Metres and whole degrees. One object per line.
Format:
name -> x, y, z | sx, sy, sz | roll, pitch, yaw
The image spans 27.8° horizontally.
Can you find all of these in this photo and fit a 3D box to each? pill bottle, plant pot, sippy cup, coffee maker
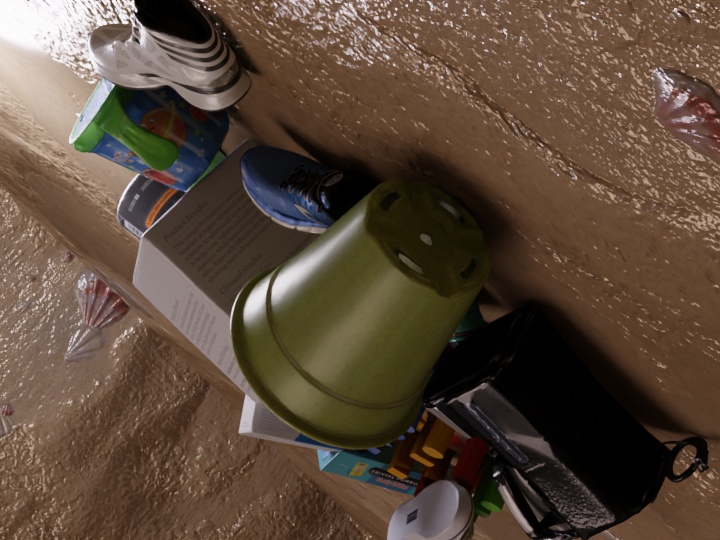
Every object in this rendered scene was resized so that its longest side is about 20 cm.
pill bottle -> -0.210, -0.048, 1.885 | 0.200, 0.106, 0.106 | 35, 166, 16
plant pot -> 0.015, 0.024, 1.270 | 0.200, 0.200, 0.190 | 40, 132, 0
sippy cup -> -0.212, -0.154, 1.508 | 0.130, 0.178, 0.140 | 33, 141, -19
coffee maker -> 0.186, 0.134, 1.355 | 0.200, 0.192, 0.135 | 47, -157, -14

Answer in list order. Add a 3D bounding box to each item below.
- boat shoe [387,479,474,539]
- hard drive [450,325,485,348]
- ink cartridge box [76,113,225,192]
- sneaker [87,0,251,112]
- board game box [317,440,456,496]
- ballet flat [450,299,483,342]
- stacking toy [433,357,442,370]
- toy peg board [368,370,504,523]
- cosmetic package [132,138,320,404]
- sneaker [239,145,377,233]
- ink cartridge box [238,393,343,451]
boat shoe -> 0.096, 0.291, 1.661 | 0.070, 0.071, 0.200 | 19, 154, -14
hard drive -> 0.191, 0.136, 1.527 | 0.200, 0.038, 0.140 | 33, 166, 29
ink cartridge box -> -0.251, -0.158, 1.729 | 0.104, 0.059, 0.200 | 49, 165, -32
sneaker -> -0.195, -0.227, 1.361 | 0.200, 0.076, 0.115 | 21, 149, 35
board game box -> 0.032, 0.202, 1.833 | 0.200, 0.047, 0.151 | 20, -141, -31
ballet flat -> 0.066, 0.042, 1.502 | 0.200, 0.067, 0.071 | -16, 86, 66
stacking toy -> 0.093, 0.139, 1.742 | 0.200, 0.085, 0.085 | 35, 168, -7
toy peg board -> 0.091, 0.212, 1.688 | 0.199, 0.098, 0.200 | 29, 156, -7
cosmetic package -> -0.116, 0.003, 1.575 | 0.200, 0.167, 0.166 | 43, 158, 5
sneaker -> -0.029, -0.075, 1.388 | 0.200, 0.079, 0.089 | 26, 156, 19
ink cartridge box -> -0.065, 0.105, 1.715 | 0.116, 0.200, 0.067 | 14, 169, -15
